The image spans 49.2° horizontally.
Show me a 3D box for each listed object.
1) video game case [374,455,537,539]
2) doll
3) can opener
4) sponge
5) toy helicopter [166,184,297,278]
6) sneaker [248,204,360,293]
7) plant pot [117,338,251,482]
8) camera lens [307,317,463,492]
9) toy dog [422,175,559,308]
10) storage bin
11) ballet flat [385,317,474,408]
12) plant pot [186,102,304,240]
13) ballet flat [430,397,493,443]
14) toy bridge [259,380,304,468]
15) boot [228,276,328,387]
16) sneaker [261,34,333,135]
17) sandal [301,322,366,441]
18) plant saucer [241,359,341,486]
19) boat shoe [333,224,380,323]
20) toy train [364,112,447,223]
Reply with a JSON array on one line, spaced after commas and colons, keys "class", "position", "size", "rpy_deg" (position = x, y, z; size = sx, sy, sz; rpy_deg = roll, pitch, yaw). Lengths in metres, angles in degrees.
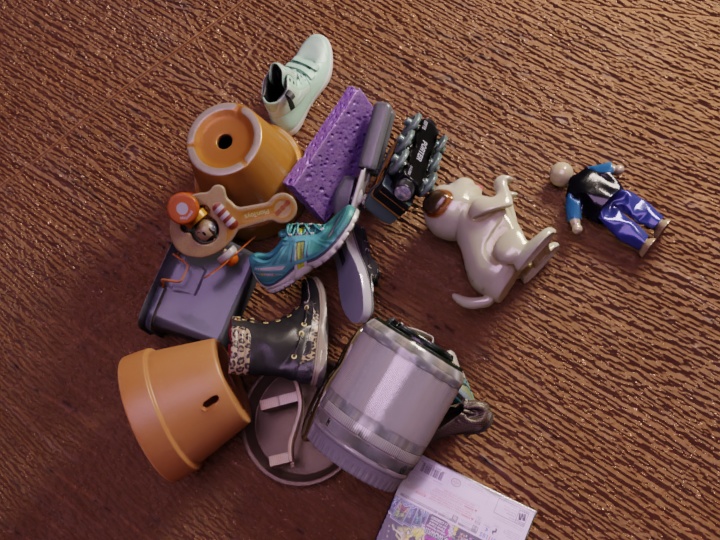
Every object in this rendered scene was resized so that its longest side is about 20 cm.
[{"class": "video game case", "position": [0.129, 0.388, 1.133], "size": [0.198, 0.036, 0.183], "rpy_deg": [22, 76, 16]}, {"class": "doll", "position": [0.381, -0.106, 1.241], "size": [0.200, 0.049, 0.137], "rpy_deg": [40, 82, 18]}, {"class": "can opener", "position": [0.006, -0.180, 1.294], "size": [0.066, 0.053, 0.203], "rpy_deg": [18, 86, 15]}, {"class": "sponge", "position": [-0.038, -0.192, 1.309], "size": [0.030, 0.112, 0.201], "rpy_deg": [24, 76, 41]}, {"class": "toy helicopter", "position": [-0.191, -0.068, 1.201], "size": [0.197, 0.079, 0.134], "rpy_deg": [-13, 97, -2]}, {"class": "sneaker", "position": [-0.087, -0.041, 1.216], "size": [0.199, 0.078, 0.080], "rpy_deg": [-34, 105, 14]}, {"class": "plant pot", "position": [-0.254, 0.192, 1.178], "size": [0.139, 0.200, 0.202], "rpy_deg": [-25, 70, -1]}, {"class": "camera lens", "position": [0.037, 0.180, 1.090], "size": [0.159, 0.160, 0.202], "rpy_deg": [30, 88, 17]}, {"class": "toy dog", "position": [0.186, -0.058, 1.229], "size": [0.194, 0.139, 0.200], "rpy_deg": [-49, 69, 13]}, {"class": "storage bin", "position": [-0.251, 0.027, 1.270], "size": [0.133, 0.146, 0.202], "rpy_deg": [20, 77, 5]}, {"class": "ballet flat", "position": [0.106, 0.137, 1.203], "size": [0.199, 0.074, 0.075], "rpy_deg": [34, 81, 16]}, {"class": "plant pot", "position": [-0.196, -0.176, 1.293], "size": [0.197, 0.183, 0.203], "rpy_deg": [-3, 72, 9]}, {"class": "ballet flat", "position": [0.099, 0.229, 1.151], "size": [0.198, 0.046, 0.068], "rpy_deg": [-22, 38, 26]}, {"class": "toy bridge", "position": [-0.121, 0.203, 1.212], "size": [0.066, 0.027, 0.203], "rpy_deg": [-15, 70, 4]}, {"class": "boot", "position": [-0.127, 0.087, 1.211], "size": [0.148, 0.074, 0.202], "rpy_deg": [4, 50, -10]}, {"class": "sneaker", "position": [-0.108, -0.347, 1.367], "size": [0.073, 0.118, 0.203], "rpy_deg": [16, 75, 16]}, {"class": "sandal", "position": [-0.026, 0.173, 1.188], "size": [0.054, 0.080, 0.201], "rpy_deg": [33, 75, -4]}, {"class": "plant saucer", "position": [-0.089, 0.233, 1.226], "size": [0.197, 0.030, 0.203], "rpy_deg": [-3, 71, 9]}, {"class": "boat shoe", "position": [0.000, 0.000, 1.249], "size": [0.065, 0.070, 0.201], "rpy_deg": [8, 43, -28]}, {"class": "toy train", "position": [0.072, -0.165, 1.255], "size": [0.085, 0.114, 0.201], "rpy_deg": [36, 42, -15]}]
